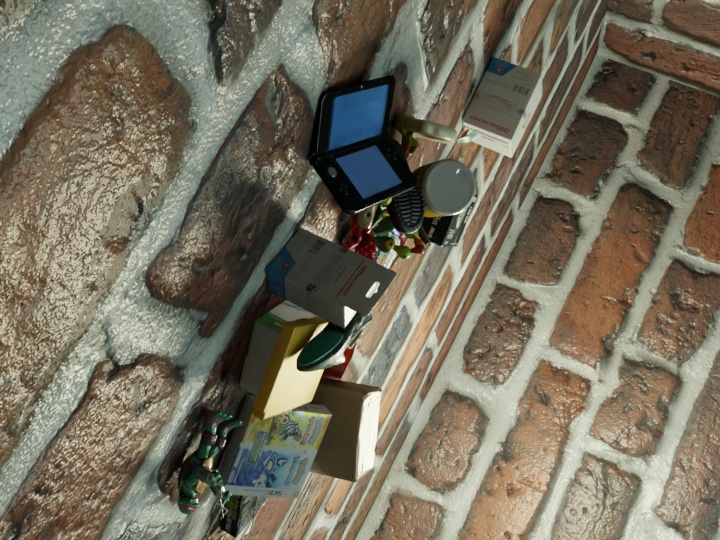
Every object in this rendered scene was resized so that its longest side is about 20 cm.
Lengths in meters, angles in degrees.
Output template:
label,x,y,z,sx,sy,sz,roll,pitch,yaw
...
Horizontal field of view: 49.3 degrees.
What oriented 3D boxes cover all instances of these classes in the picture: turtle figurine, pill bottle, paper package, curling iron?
label,x,y,z,sx,sy,sz,roll,pitch,yaw
turtle figurine,-0.263,0.346,1.342,0.150,0.100,0.201,110,-6,-73
pill bottle,0.156,-0.168,1.628,0.113,0.112,0.200,-64,-169,-3
paper package,-0.068,0.328,1.654,0.103,0.199,0.192,0,96,-67
curling iron,0.099,-0.114,1.665,0.025,0.200,0.050,-1,126,-34

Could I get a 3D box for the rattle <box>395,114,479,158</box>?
label,x,y,z,sx,sy,sz,roll,pitch,yaw
rattle,0.156,-0.247,1.647,0.199,0.130,0.144,9,80,-50

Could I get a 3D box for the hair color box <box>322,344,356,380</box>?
label,x,y,z,sx,sy,sz,roll,pitch,yaw
hair color box,-0.048,0.163,1.682,0.200,0.064,0.111,110,-4,-63

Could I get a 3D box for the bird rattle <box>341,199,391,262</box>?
label,x,y,z,sx,sy,sz,roll,pitch,yaw
bird rattle,0.013,-0.119,1.499,0.163,0.112,0.201,-100,-167,-63

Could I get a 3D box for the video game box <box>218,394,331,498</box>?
label,x,y,z,sx,sy,sz,roll,pitch,yaw
video game box,-0.172,0.353,1.552,0.181,0.047,0.201,13,104,-36

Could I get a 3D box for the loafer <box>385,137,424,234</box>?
label,x,y,z,sx,sy,sz,roll,pitch,yaw
loafer,0.069,-0.159,1.538,0.073,0.201,0.071,-3,161,-29

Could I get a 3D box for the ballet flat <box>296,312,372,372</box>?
label,x,y,z,sx,sy,sz,roll,pitch,yaw
ballet flat,-0.037,0.122,1.361,0.200,0.074,0.074,-49,157,-35

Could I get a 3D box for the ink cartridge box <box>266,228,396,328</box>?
label,x,y,z,sx,sy,sz,roll,pitch,yaw
ink cartridge box,-0.049,0.020,1.357,0.116,0.199,0.067,-52,159,-35

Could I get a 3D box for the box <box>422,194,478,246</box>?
label,x,y,z,sx,sy,sz,roll,pitch,yaw
box,0.245,-0.157,2.200,0.165,0.086,0.200,-68,163,8

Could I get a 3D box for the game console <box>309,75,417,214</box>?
label,x,y,z,sx,sy,sz,roll,pitch,yaw
game console,0.019,-0.215,1.335,0.200,0.176,0.116,-27,168,-44

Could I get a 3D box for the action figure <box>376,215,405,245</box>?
label,x,y,z,sx,sy,sz,roll,pitch,yaw
action figure,0.065,-0.091,1.785,0.200,0.065,0.052,58,29,-70

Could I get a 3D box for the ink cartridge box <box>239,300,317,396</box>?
label,x,y,z,sx,sy,sz,roll,pitch,yaw
ink cartridge box,-0.129,0.136,1.477,0.200,0.084,0.146,-34,144,-59

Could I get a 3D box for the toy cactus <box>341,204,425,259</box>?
label,x,y,z,sx,sy,sz,roll,pitch,yaw
toy cactus,0.040,-0.087,1.600,0.164,0.201,0.102,-25,149,6

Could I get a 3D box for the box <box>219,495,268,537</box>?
label,x,y,z,sx,sy,sz,roll,pitch,yaw
box,-0.224,0.455,1.705,0.200,0.044,0.161,-44,153,-51

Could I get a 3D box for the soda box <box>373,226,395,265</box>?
label,x,y,z,sx,sy,sz,roll,pitch,yaw
soda box,0.000,0.000,1.702,0.201,0.068,0.064,-65,163,3

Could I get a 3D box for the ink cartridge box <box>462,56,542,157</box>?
label,x,y,z,sx,sy,sz,roll,pitch,yaw
ink cartridge box,0.386,-0.440,2.130,0.201,0.147,0.145,-63,163,-4

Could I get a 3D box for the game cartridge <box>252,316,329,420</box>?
label,x,y,z,sx,sy,sz,roll,pitch,yaw
game cartridge,-0.111,0.166,1.387,0.200,0.032,0.177,0,113,-67
